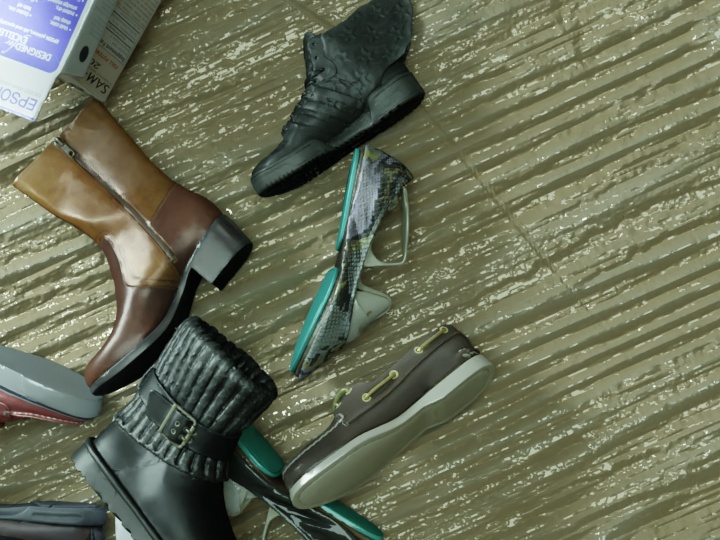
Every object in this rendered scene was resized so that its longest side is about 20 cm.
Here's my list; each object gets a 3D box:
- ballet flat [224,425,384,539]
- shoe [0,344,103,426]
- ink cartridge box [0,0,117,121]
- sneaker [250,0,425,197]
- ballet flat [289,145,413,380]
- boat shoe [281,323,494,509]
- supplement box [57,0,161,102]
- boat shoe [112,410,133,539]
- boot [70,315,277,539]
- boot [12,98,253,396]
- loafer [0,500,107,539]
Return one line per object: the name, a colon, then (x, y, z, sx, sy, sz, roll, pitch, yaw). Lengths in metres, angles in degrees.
ballet flat: (-0.073, 0.185, 1.302, 0.199, 0.068, 0.069, 39, 97, 11)
shoe: (-0.318, 0.112, 1.345, 0.198, 0.071, 0.092, 19, 100, 4)
ink cartridge box: (-0.294, -0.234, 1.319, 0.196, 0.043, 0.202, 21, 82, 23)
sneaker: (-0.025, -0.154, 1.348, 0.199, 0.060, 0.105, -32, 81, -4)
ballet flat: (0.000, 0.000, 1.319, 0.071, 0.072, 0.203, 16, 86, 9)
boat shoe: (0.014, 0.116, 1.284, 0.199, 0.072, 0.060, -34, 64, -16)
supplement box: (-0.232, -0.265, 1.370, 0.125, 0.073, 0.201, 28, 86, 23)
boat shoe: (-0.158, 0.210, 1.309, 0.069, 0.071, 0.203, -9, 74, 8)
boot: (-0.110, 0.155, 1.235, 0.158, 0.079, 0.211, -45, 76, 1)
boot: (-0.221, -0.020, 1.347, 0.199, 0.068, 0.189, 39, 89, 11)
loafer: (-0.309, 0.223, 1.325, 0.197, 0.072, 0.064, 0, 86, 4)
